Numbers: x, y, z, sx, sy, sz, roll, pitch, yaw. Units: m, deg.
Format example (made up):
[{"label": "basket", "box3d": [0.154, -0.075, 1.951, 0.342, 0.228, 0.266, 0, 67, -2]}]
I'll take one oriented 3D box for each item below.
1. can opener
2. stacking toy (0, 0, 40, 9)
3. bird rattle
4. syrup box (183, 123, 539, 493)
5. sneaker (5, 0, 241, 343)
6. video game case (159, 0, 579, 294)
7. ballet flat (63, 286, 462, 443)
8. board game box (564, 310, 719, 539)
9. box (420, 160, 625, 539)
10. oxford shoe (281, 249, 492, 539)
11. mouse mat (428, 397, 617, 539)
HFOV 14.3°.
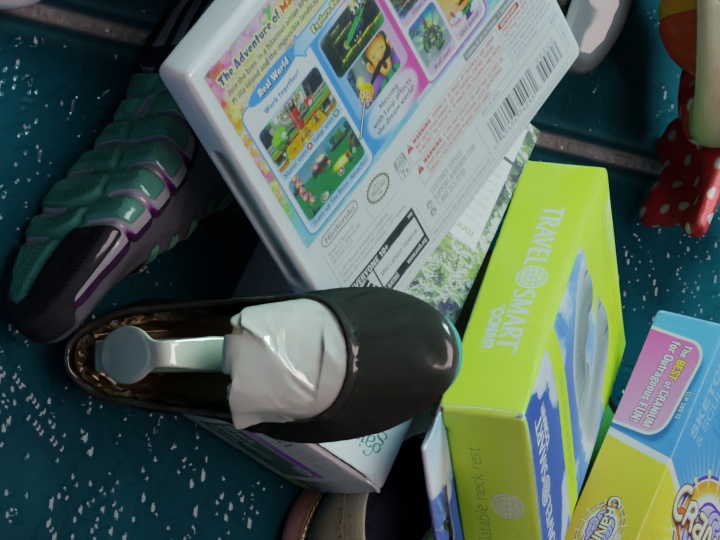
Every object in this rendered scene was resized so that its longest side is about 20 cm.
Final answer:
[{"label": "can opener", "box3d": [0.121, -0.195, 1.478, 0.067, 0.053, 0.201, 19, 75, -4]}, {"label": "stacking toy", "box3d": [-0.095, -0.179, 1.305, 0.200, 0.146, 0.146, -37, 109, -14]}, {"label": "bird rattle", "box3d": [0.175, -0.119, 1.464, 0.112, 0.163, 0.201, 9, 86, 7]}, {"label": "syrup box", "box3d": [0.000, 0.000, 1.374, 0.079, 0.081, 0.200, 34, 71, -29]}, {"label": "sneaker", "box3d": [-0.082, -0.035, 1.325, 0.088, 0.074, 0.200, 45, 63, -30]}, {"label": "video game case", "box3d": [0.010, -0.094, 1.289, 0.200, 0.024, 0.182, -53, 135, -24]}, {"label": "ballet flat", "box3d": [-0.051, 0.043, 1.263, 0.068, 0.199, 0.068, 2, 85, -52]}, {"label": "board game box", "box3d": [0.155, 0.144, 1.458, 0.153, 0.040, 0.200, 49, 60, -52]}, {"label": "box", "box3d": [0.081, 0.057, 1.380, 0.200, 0.047, 0.122, -68, 156, -44]}, {"label": "oxford shoe", "box3d": [0.037, 0.074, 1.400, 0.071, 0.074, 0.200, 35, 67, -24]}, {"label": "mouse mat", "box3d": [0.089, 0.162, 1.476, 0.200, 0.008, 0.161, -43, 111, -28]}]
